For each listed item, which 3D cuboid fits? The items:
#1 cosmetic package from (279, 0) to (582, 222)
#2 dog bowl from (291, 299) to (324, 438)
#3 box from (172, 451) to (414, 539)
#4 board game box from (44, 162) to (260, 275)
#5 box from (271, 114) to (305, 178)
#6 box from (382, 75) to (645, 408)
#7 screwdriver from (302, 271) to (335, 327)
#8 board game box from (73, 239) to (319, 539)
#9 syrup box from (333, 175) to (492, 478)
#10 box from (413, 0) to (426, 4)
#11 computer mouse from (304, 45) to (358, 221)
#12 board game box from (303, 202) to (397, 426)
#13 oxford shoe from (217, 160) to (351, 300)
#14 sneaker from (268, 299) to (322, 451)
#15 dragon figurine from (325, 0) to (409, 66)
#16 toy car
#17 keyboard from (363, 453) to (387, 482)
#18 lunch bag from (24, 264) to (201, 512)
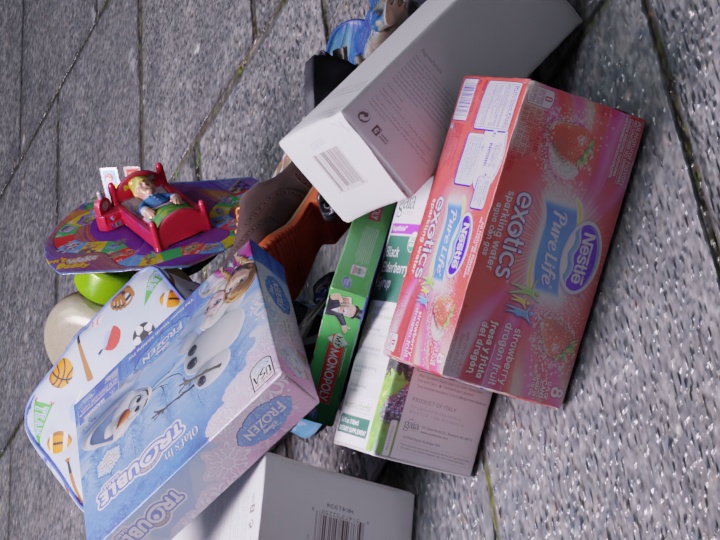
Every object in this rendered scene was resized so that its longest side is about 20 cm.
[{"bbox_3d":[0.050,-0.133,1.561,0.200,0.081,0.113,-44,11,-23],"label":"cosmetic package"},{"bbox_3d":[-0.071,0.075,1.840,0.200,0.049,0.112,8,82,68],"label":"dog bowl"},{"bbox_3d":[-0.063,0.222,1.628,0.200,0.124,0.098,-38,40,53],"label":"box"},{"bbox_3d":[-0.182,-0.055,1.910,0.158,0.199,0.039,-63,-36,-55],"label":"board game box"},{"bbox_3d":[-0.056,-0.069,1.925,0.200,0.041,0.039,-60,26,27],"label":"box"},{"bbox_3d":[0.101,-0.021,1.461,0.103,0.094,0.201,13,87,67],"label":"box"},{"bbox_3d":[-0.032,0.029,1.702,0.029,0.028,0.200,-61,-1,15],"label":"screwdriver"},{"bbox_3d":[-0.126,0.098,1.630,0.200,0.043,0.199,-43,28,13],"label":"board game box"},{"bbox_3d":[0.053,0.037,1.547,0.079,0.081,0.201,7,82,67],"label":"syrup box"},{"bbox_3d":[0.043,-0.283,1.641,0.148,0.200,0.107,-26,52,60],"label":"box"},{"bbox_3d":[-0.012,-0.114,1.680,0.200,0.053,0.139,65,-156,-86],"label":"computer mouse"},{"bbox_3d":[0.000,0.000,1.640,0.200,0.029,0.135,-72,-2,-48],"label":"board game box"},{"bbox_3d":[-0.076,-0.022,1.787,0.200,0.072,0.071,-47,-38,-38],"label":"oxford shoe"},{"bbox_3d":[-0.085,0.102,1.689,0.200,0.077,0.078,-45,4,-34],"label":"sneaker"},{"bbox_3d":[0.008,-0.176,1.827,0.099,0.059,0.201,17,90,67],"label":"dragon figurine"},{"bbox_3d":[-0.176,0.051,2.001,0.200,0.158,0.165,-40,-24,-57],"label":"toy car"},{"bbox_3d":[0.007,0.075,1.716,0.056,0.011,0.200,-56,28,35],"label":"keyboard"},{"bbox_3d":[-0.177,0.109,1.805,0.200,0.076,0.160,-52,53,9],"label":"lunch bag"}]
